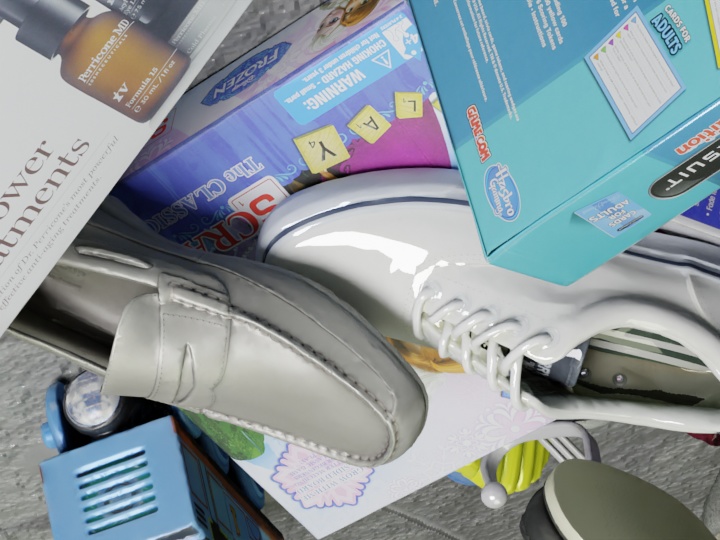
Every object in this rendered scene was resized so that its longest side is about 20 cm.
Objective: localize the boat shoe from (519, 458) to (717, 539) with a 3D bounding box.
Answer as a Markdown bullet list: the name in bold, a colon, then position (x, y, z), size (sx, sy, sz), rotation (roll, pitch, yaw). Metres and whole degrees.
- **boat shoe**: position (0.132, 0.144, 0.815), size (0.201, 0.074, 0.063), rotation (36, 123, -26)

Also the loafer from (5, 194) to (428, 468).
- **loafer**: position (-0.072, 0.024, 0.770), size (0.199, 0.070, 0.070), rotation (24, 133, 10)

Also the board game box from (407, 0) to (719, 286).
- **board game box**: position (0.106, -0.110, 0.668), size (0.200, 0.152, 0.047), rotation (-34, 147, 33)

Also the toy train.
- **toy train**: position (-0.093, 0.119, 1.022), size (0.086, 0.115, 0.200), rotation (-18, 151, 6)

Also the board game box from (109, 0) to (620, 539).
- **board game box**: position (0.000, 0.000, 0.843), size (0.199, 0.041, 0.200), rotation (-30, 121, 26)

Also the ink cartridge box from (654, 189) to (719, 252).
- **ink cartridge box**: position (0.163, -0.046, 0.812), size (0.199, 0.095, 0.037), rotation (20, 166, -13)

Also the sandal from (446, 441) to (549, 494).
- **sandal**: position (0.025, 0.070, 1.055), size (0.087, 0.080, 0.199), rotation (11, -178, 43)

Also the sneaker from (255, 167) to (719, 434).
- **sneaker**: position (0.057, 0.014, 0.776), size (0.199, 0.071, 0.073), rotation (8, 128, 2)

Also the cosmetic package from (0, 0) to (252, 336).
- **cosmetic package**: position (-0.112, -0.080, 0.622), size (0.200, 0.052, 0.151), rotation (-53, 146, 6)

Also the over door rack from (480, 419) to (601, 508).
- **over door rack**: position (0.167, 0.103, 0.864), size (0.199, 0.067, 0.148), rotation (-21, 131, 34)

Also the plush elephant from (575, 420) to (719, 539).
- **plush elephant**: position (0.148, 0.026, 0.932), size (0.200, 0.165, 0.155), rotation (-54, 153, 12)
